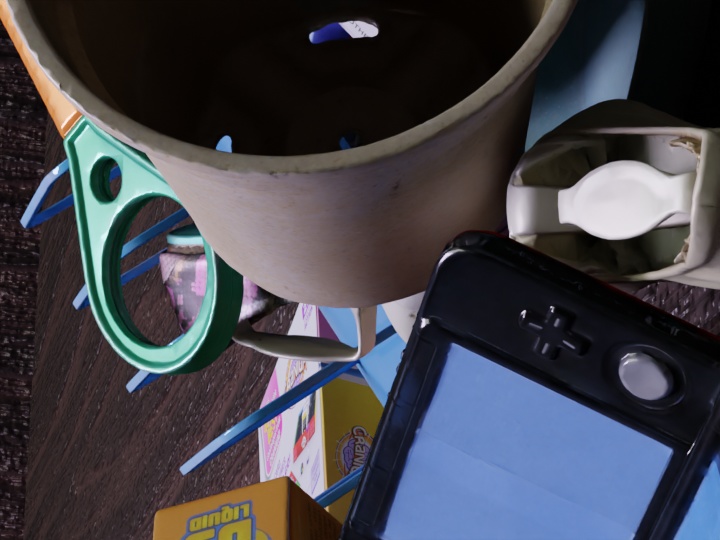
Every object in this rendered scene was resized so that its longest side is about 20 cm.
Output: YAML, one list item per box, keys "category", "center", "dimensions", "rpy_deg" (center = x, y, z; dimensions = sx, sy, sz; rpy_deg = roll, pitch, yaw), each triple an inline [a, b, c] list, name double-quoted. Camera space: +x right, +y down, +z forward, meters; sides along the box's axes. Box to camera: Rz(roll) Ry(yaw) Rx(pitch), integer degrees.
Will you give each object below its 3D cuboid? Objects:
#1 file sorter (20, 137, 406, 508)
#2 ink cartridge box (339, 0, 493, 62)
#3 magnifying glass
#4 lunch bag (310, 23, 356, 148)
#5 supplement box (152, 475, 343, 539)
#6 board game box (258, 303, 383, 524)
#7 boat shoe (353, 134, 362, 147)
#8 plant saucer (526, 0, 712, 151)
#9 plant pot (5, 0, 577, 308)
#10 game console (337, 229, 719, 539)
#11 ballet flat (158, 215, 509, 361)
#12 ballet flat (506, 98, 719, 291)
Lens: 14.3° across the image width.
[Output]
- category: "file sorter"
  center: [-0.050, 0.015, 1.311]
  dimensions: [0.200, 0.122, 0.139]
  rpy_deg: [57, 162, 2]
- category: "ink cartridge box"
  center: [0.029, -0.142, 1.106]
  dimensions: [0.042, 0.119, 0.200]
  rpy_deg: [-41, -7, -23]
- category: "magnifying glass"
  center: [-0.107, -0.045, 1.212]
  dimensions: [0.080, 0.022, 0.200]
  rpy_deg: [-46, 59, 34]
- category: "lunch bag"
  center: [-0.013, -0.134, 1.428]
  dimensions: [0.200, 0.094, 0.151]
  rpy_deg: [-124, 44, -80]
- category: "supplement box"
  center: [-0.008, 0.156, 1.151]
  dimensions: [0.200, 0.066, 0.069]
  rpy_deg: [46, -145, -51]
- category: "board game box"
  center: [-0.018, 0.120, 1.526]
  dimensions: [0.153, 0.040, 0.201]
  rpy_deg: [112, 159, -53]
- category: "boat shoe"
  center: [0.026, -0.071, 1.360]
  dimensions: [0.200, 0.060, 0.074]
  rpy_deg: [110, 160, -51]
- category: "plant saucer"
  center: [0.097, -0.108, 1.108]
  dimensions: [0.200, 0.036, 0.201]
  rpy_deg: [-174, 90, -78]
- category: "plant pot"
  center: [-0.013, -0.082, 1.018]
  dimensions: [0.184, 0.199, 0.201]
  rpy_deg: [77, -169, -64]
- category: "game console"
  center: [0.066, 0.116, 0.980]
  dimensions: [0.119, 0.172, 0.200]
  rpy_deg: [-58, -9, -44]
- category: "ballet flat"
  center: [0.000, 0.000, 1.173]
  dimensions: [0.199, 0.069, 0.071]
  rpy_deg: [-13, 97, 40]
- category: "ballet flat"
  center: [0.086, -0.024, 0.964]
  dimensions: [0.200, 0.069, 0.070]
  rpy_deg: [179, 97, -66]
